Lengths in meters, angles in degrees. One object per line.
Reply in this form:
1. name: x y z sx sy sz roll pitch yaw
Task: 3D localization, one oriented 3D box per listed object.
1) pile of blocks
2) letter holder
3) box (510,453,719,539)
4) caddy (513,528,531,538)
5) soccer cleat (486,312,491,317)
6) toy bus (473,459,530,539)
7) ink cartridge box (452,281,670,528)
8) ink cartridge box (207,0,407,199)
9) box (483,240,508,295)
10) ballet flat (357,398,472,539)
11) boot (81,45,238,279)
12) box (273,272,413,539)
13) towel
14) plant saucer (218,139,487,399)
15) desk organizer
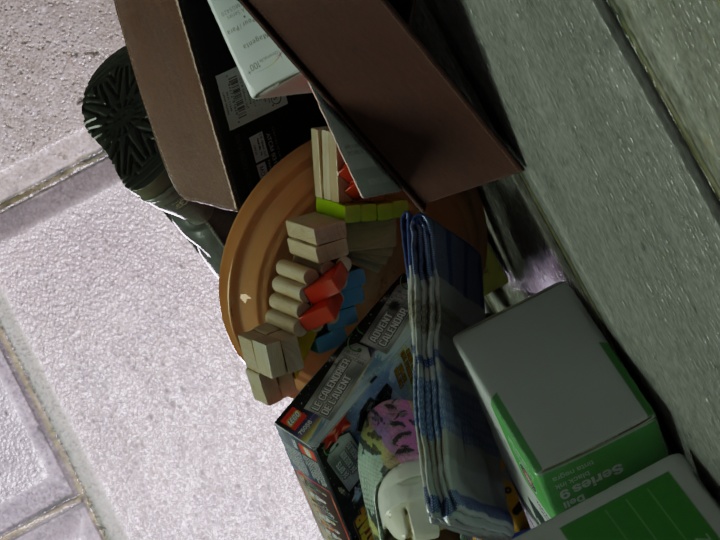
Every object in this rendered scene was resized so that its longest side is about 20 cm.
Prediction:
1. pile of blocks: -0.012 -0.002 1.642 0.082 0.201 0.062 20 180 -27
2. letter holder: -0.110 -0.158 1.719 0.142 0.100 0.201 13 125 51
3. box: 0.173 0.257 1.437 0.199 0.171 0.200 56 172 53
4. caddy: 0.138 0.251 1.716 0.105 0.199 0.142 -99 -13 -46
5. soccer cleat: 0.095 0.103 1.936 0.070 0.086 0.200 65 174 -28
6. toy bus: 0.111 0.187 1.814 0.078 0.065 0.200 33 157 19
7. ink cartridge box: 0.144 0.132 1.576 0.146 0.084 0.200 59 175 51
8. ink cartridge box: -0.015 -0.123 1.595 0.174 0.043 0.200 66 -158 3
9. box: 0.052 -0.027 1.887 0.075 0.050 0.200 61 176 -15
10. ballet flat: 0.041 0.183 1.623 0.071 0.069 0.201 -92 -6 -82
11. boot: -0.113 -0.054 1.867 0.200 0.072 0.182 40 -158 -41
12. box: 0.017 0.110 1.717 0.040 0.137 0.200 30 158 27
13. towel: 0.064 0.071 1.616 0.147 0.024 0.201 32 -129 -67
14. plant saucer: 0.000 0.000 1.720 0.032 0.200 0.201 38 157 55
15. desk organizer: 0.019 -0.132 1.503 0.200 0.077 0.072 48 -142 -35
